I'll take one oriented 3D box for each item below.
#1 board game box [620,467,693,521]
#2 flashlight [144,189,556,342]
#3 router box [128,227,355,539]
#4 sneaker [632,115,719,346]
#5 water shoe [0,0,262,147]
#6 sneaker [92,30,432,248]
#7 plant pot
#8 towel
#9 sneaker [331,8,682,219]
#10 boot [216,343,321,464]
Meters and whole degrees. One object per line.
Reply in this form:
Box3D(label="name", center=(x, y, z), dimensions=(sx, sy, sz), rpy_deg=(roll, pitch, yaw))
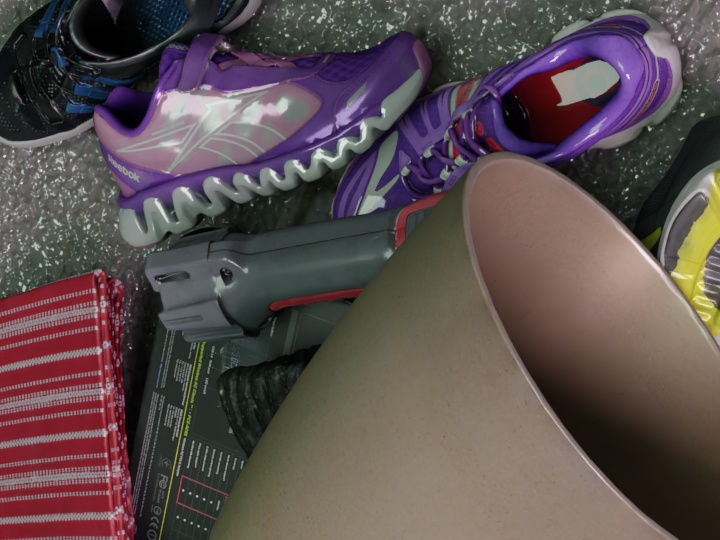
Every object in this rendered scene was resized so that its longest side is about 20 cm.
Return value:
Box3D(label="board game box", center=(0.169, 0.207, 0.733), dimensions=(0.165, 0.056, 0.202), rpy_deg=(29, 117, 37))
Box3D(label="flashlight", center=(0.000, 0.000, 0.801), dimensions=(0.198, 0.068, 0.068), rpy_deg=(-10, 101, 27))
Box3D(label="router box", center=(-0.042, 0.093, 0.898), dimensions=(0.149, 0.062, 0.202), rpy_deg=(19, 106, 22))
Box3D(label="sneaker", center=(0.154, 0.015, 0.793), dimensions=(0.074, 0.085, 0.201), rpy_deg=(19, 129, -3))
Box3D(label="water shoe", center=(-0.145, -0.129, 0.903), dimensions=(0.199, 0.079, 0.072), rpy_deg=(-29, 85, 26))
Box3D(label="sneaker", center=(-0.060, -0.085, 0.859), dimensions=(0.199, 0.081, 0.089), rpy_deg=(-20, 106, 26))
Box3D(label="plant pot", center=(0.035, 0.086, 0.686), dimensions=(0.200, 0.187, 0.188), rpy_deg=(-38, 81, 26))
Box3D(label="towel", center=(-0.168, 0.109, 0.940), dimensions=(0.144, 0.022, 0.202), rpy_deg=(-13, 79, 50))
Box3D(label="sneaker", center=(0.059, -0.066, 0.814), dimensions=(0.199, 0.083, 0.081), rpy_deg=(-33, 83, 27))
Box3D(label="boot", center=(-0.050, 0.126, 0.825), dimensions=(0.209, 0.079, 0.159), rpy_deg=(-20, 97, 15))
